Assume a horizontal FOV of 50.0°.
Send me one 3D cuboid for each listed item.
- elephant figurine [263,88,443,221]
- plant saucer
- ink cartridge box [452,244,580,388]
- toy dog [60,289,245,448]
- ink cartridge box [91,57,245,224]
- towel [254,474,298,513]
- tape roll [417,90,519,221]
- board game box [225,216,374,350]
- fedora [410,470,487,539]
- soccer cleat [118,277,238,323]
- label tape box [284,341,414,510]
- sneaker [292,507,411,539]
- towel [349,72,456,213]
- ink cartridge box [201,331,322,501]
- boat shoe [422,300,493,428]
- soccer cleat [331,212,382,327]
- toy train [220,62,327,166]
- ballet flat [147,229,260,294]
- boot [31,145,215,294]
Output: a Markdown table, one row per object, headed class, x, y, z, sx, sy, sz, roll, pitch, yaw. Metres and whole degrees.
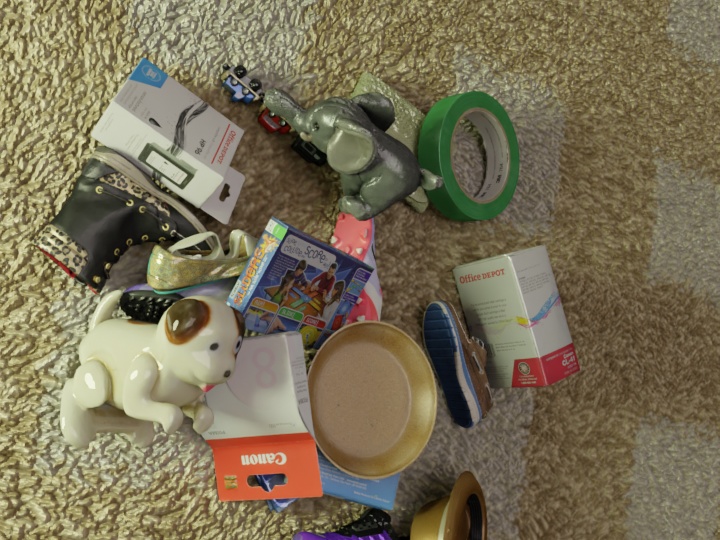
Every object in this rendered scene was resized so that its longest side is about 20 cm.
| class | x | y | z | sx | sy | sz | roll | pitch | yaw |
| --- | --- | --- | --- | --- | --- | --- | --- | --- | --- |
| elephant figurine | -0.011 | -0.178 | 1.050 | 0.154 | 0.142 | 0.201 | -32 | 122 | -5 |
| plant saucer | 0.010 | 0.168 | 1.011 | 0.198 | 0.035 | 0.203 | 6 | 77 | -28 |
| ink cartridge box | 0.238 | 0.074 | 1.193 | 0.085 | 0.147 | 0.203 | -14 | 90 | -31 |
| toy dog | -0.221 | 0.101 | 0.889 | 0.139 | 0.198 | 0.196 | 34 | 39 | -53 |
| ink cartridge box | -0.224 | -0.164 | 0.987 | 0.199 | 0.068 | 0.117 | 35 | 38 | -21 |
| towel | -0.065 | 0.222 | 1.066 | 0.199 | 0.024 | 0.148 | -25 | 94 | -30 |
| tape roll | 0.176 | -0.180 | 1.229 | 0.199 | 0.048 | 0.203 | 1 | 89 | -42 |
| board game box | -0.075 | 0.025 | 0.999 | 0.199 | 0.034 | 0.136 | 26 | 94 | -54 |
| fedora | 0.121 | 0.384 | 1.094 | 0.200 | 0.081 | 0.203 | -3 | 90 | -65 |
| soccer cleat | -0.211 | 0.029 | 0.999 | 0.198 | 0.068 | 0.074 | 2 | 55 | -24 |
| label tape box | -0.007 | 0.208 | 1.052 | 0.142 | 0.066 | 0.202 | 22 | 69 | -25 |
| sneaker | -0.005 | 0.371 | 1.057 | 0.199 | 0.069 | 0.101 | 29 | 62 | -27 |
| towel | 0.055 | -0.200 | 1.196 | 0.199 | 0.036 | 0.150 | 35 | 66 | -21 |
| ink cartridge box | -0.136 | 0.185 | 0.955 | 0.057 | 0.161 | 0.203 | 10 | 72 | -63 |
| boat shoe | 0.153 | 0.135 | 1.185 | 0.072 | 0.072 | 0.202 | -23 | 103 | -35 |
| soccer cleat | 0.000 | 0.000 | 1.126 | 0.076 | 0.066 | 0.203 | 29 | 55 | -61 |
| toy train | -0.122 | -0.219 | 1.101 | 0.200 | 0.034 | 0.046 | 40 | 77 | -20 |
| ballet flat | -0.169 | -0.018 | 0.961 | 0.198 | 0.070 | 0.072 | -10 | 87 | -36 |
| boot | -0.286 | -0.036 | 0.954 | 0.200 | 0.073 | 0.151 | 44 | 68 | -26 |
